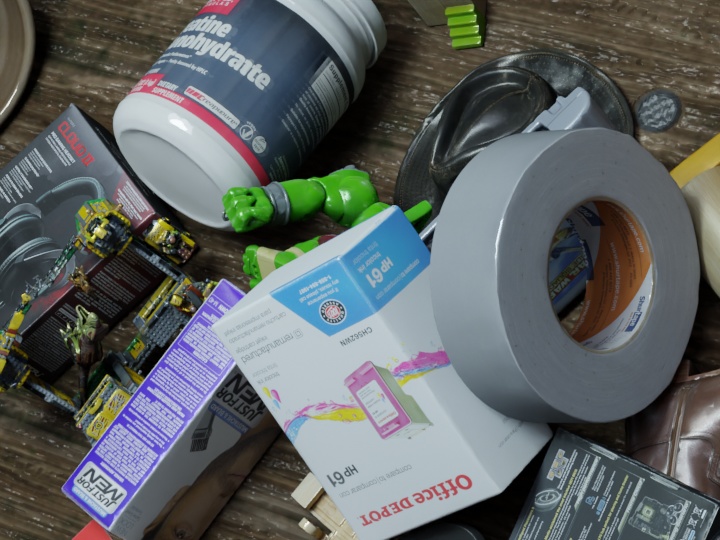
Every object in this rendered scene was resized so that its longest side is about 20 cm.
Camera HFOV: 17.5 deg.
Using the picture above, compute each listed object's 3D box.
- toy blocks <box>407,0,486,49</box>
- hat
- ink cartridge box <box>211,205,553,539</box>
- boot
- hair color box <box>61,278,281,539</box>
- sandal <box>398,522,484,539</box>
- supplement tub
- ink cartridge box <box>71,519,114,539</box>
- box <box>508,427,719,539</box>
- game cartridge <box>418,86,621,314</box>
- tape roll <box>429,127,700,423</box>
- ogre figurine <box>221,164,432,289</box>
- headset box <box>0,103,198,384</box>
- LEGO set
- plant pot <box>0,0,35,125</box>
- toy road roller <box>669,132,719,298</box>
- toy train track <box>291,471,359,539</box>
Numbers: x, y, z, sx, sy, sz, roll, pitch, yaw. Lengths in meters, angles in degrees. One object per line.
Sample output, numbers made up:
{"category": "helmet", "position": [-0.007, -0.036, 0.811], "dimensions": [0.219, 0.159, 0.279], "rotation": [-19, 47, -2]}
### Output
{"category": "toy blocks", "position": [0.057, -0.294, 1.850], "dimensions": [0.100, 0.137, 0.200], "rotation": [-4, 65, 25]}
{"category": "hat", "position": [0.102, -0.093, 1.765], "dimensions": [0.200, 0.081, 0.201], "rotation": [-11, 64, 22]}
{"category": "ink cartridge box", "position": [0.016, 0.078, 1.629], "dimensions": [0.144, 0.200, 0.085], "rotation": [-28, 11, 42]}
{"category": "boot", "position": [0.251, 0.157, 1.579], "dimensions": [0.186, 0.064, 0.200], "rotation": [-9, 59, 38]}
{"category": "hair color box", "position": [-0.122, 0.117, 1.761], "dimensions": [0.065, 0.109, 0.200], "rotation": [36, 87, 33]}
{"category": "sandal", "position": [0.006, 0.235, 1.653], "dimensions": [0.200, 0.045, 0.075], "rotation": [-25, 75, 28]}
{"category": "supplement tub", "position": [-0.085, -0.143, 1.831], "dimensions": [0.140, 0.140, 0.200], "rotation": [23, 64, 33]}
{"category": "ink cartridge box", "position": [-0.170, 0.294, 1.727], "dimensions": [0.116, 0.067, 0.200], "rotation": [-44, 55, 2]}
{"category": "box", "position": [0.157, 0.224, 1.560], "dimensions": [0.160, 0.044, 0.200], "rotation": [23, 91, 50]}
{"category": "game cartridge", "position": [0.122, -0.025, 1.688], "dimensions": [0.200, 0.133, 0.042], "rotation": [-45, 39, 3]}
{"category": "tape roll", "position": [0.141, 0.004, 1.587], "dimensions": [0.066, 0.200, 0.201], "rotation": [-1, 65, 50]}
{"category": "ogre figurine", "position": [0.000, 0.000, 1.745], "dimensions": [0.200, 0.098, 0.120], "rotation": [37, 52, 26]}
{"category": "headset box", "position": [-0.241, -0.026, 1.912], "dimensions": [0.200, 0.077, 0.149], "rotation": [-42, 55, 5]}
{"category": "LEGO set", "position": [-0.194, 0.052, 1.791], "dimensions": [0.200, 0.154, 0.116], "rotation": [-46, 26, -1]}
{"category": "plant pot", "position": [-0.406, -0.212, 2.037], "dimensions": [0.200, 0.200, 0.175], "rotation": [-54, 36, -5]}
{"category": "toy road roller", "position": [0.298, -0.080, 1.618], "dimensions": [0.200, 0.146, 0.123], "rotation": [-40, 55, 5]}
{"category": "toy train track", "position": [0.018, 0.208, 1.693], "dimensions": [0.200, 0.033, 0.115], "rotation": [37, 87, 34]}
